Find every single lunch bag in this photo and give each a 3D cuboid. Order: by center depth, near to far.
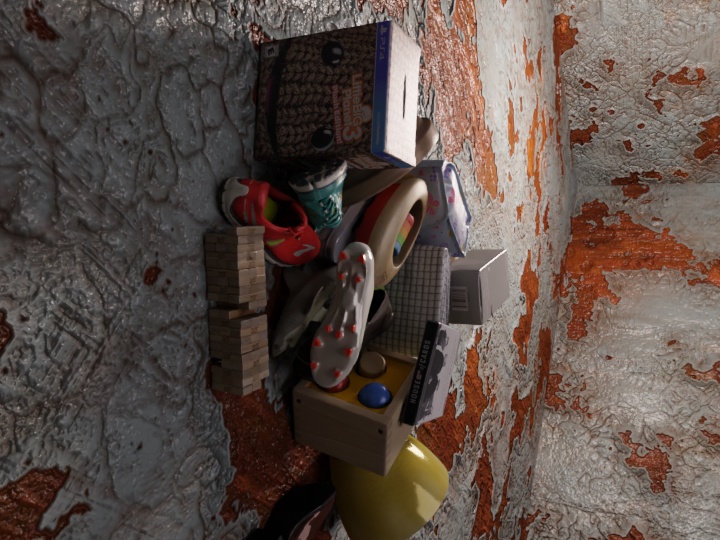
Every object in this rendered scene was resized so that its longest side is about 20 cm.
[{"bbox_3d":[0.096,-0.113,1.075,0.201,0.167,0.128,62,36,-47],"label":"lunch bag"}]

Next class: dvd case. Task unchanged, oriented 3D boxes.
[{"bbox_3d":[0.117,0.160,0.932,0.200,0.024,0.152,28,76,-70],"label":"dvd case"}]

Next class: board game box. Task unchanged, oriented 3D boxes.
[{"bbox_3d":[-0.031,-0.221,0.792,0.097,0.198,0.162,4,88,-62],"label":"board game box"}]

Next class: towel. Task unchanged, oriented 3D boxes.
[{"bbox_3d":[0.080,0.049,1.064,0.085,0.164,0.203,0,93,-65],"label":"towel"}]

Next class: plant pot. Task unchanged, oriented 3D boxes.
[{"bbox_3d":[0.010,-0.191,0.900,0.093,0.199,0.202,53,43,-22],"label":"plant pot"},{"bbox_3d":[0.026,0.334,0.992,0.143,0.199,0.200,56,38,-11],"label":"plant pot"}]

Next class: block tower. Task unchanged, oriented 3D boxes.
[{"bbox_3d":[-0.153,0.046,0.737,0.054,0.057,0.203,-13,105,-61],"label":"block tower"}]

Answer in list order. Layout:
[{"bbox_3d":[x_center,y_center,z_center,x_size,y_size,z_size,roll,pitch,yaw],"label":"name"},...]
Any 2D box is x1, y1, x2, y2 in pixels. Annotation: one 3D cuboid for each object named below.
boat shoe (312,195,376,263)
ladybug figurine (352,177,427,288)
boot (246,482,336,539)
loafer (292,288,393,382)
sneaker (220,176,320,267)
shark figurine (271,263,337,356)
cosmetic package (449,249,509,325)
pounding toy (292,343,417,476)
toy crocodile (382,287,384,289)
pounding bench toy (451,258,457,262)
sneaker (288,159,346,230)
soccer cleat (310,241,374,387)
[{"bbox_3d":[-0.023,-0.095,0.952,0.201,0.069,0.071,-56,156,-34],"label":"boat shoe"},{"bbox_3d":[0.042,-0.064,0.942,0.201,0.071,0.136,-60,157,-24],"label":"ladybug figurine"},{"bbox_3d":[-0.089,0.442,0.876,0.188,0.068,0.203,-37,125,-56],"label":"boot"},{"bbox_3d":[-0.026,0.087,0.888,0.200,0.072,0.072,-38,142,-37],"label":"loafer"},{"bbox_3d":[-0.101,-0.057,0.792,0.200,0.084,0.078,37,61,-57],"label":"sneaker"},{"bbox_3d":[-0.068,0.016,0.881,0.214,0.089,0.129,-43,163,-43],"label":"shark figurine"},{"bbox_3d":[0.226,0.027,1.159,0.199,0.089,0.108,-27,113,-56],"label":"cosmetic package"},{"bbox_3d":[-0.002,0.170,0.927,0.200,0.182,0.144,-44,143,-52],"label":"pounding toy"},{"bbox_3d":[0.000,0.000,1.012,0.061,0.067,0.203,4,87,-55],"label":"toy crocodile"},{"bbox_3d":[0.152,-0.018,1.236,0.156,0.123,0.202,52,48,-51],"label":"pounding bench toy"},{"bbox_3d":[-0.045,-0.095,0.779,0.200,0.077,0.081,-144,-145,-87],"label":"sneaker"},{"bbox_3d":[-0.017,0.062,0.819,0.077,0.068,0.203,8,96,-73],"label":"soccer cleat"}]
